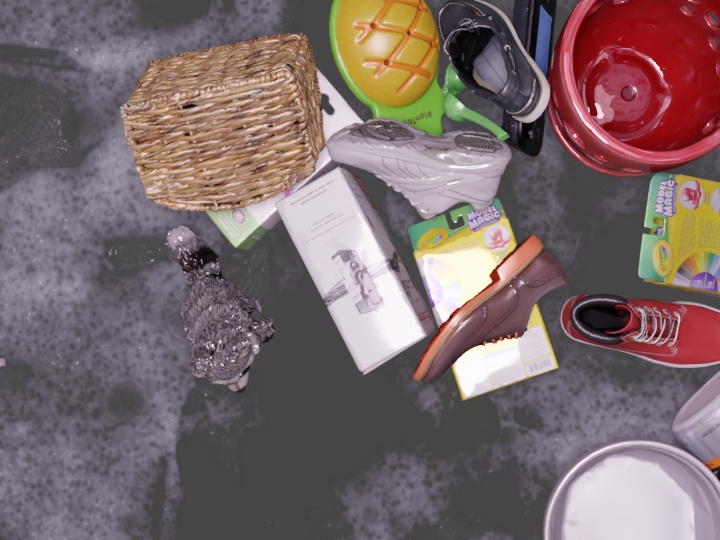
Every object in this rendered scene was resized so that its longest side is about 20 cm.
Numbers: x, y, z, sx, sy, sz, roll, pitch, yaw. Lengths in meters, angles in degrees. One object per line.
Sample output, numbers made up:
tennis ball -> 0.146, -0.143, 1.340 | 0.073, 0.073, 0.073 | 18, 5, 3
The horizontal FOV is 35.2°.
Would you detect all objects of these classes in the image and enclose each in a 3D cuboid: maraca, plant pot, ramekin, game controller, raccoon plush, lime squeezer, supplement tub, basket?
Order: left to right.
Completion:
raccoon plush -> -0.179, 0.045, 1.253 | 0.097, 0.134, 0.200 | -42, 85, 4
basket -> -0.139, -0.157, 1.227 | 0.197, 0.150, 0.144 | -10, 117, 8
maraca -> 0.035, -0.233, 1.258 | 0.136, 0.107, 0.202 | -27, 102, -24
lime squeezer -> 0.119, -0.209, 1.250 | 0.037, 0.070, 0.202 | 23, 47, -29
game controller -> 0.190, -0.229, 1.242 | 0.042, 0.104, 0.203 | 6, 89, 30
ramekin -> 0.293, 0.276, 1.212 | 0.197, 0.105, 0.203 | 0, 88, 6
plant pot -> 0.290, -0.199, 1.184 | 0.197, 0.183, 0.204 | 0, 89, -1
supplement tub -> 0.436, 0.201, 1.191 | 0.122, 0.123, 0.200 | -43, 84, 3

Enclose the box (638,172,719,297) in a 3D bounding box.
box -> 0.381, -0.032, 1.208 | 0.197, 0.048, 0.119 | 9, 88, -20

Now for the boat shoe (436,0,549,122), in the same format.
boat shoe -> 0.123, -0.232, 1.194 | 0.075, 0.066, 0.201 | -50, 47, 30

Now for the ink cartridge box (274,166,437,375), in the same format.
ink cartridge box -> 0.000, 0.000, 1.230 | 0.083, 0.144, 0.202 | -27, 86, 8

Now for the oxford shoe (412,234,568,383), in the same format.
oxford shoe -> 0.138, 0.056, 1.207 | 0.073, 0.071, 0.200 | 44, 92, 1

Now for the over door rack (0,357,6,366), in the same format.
over door rack -> -0.523, 0.059, 1.323 | 0.197, 0.067, 0.150 | -10, 86, 5

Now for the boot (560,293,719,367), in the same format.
boot -> 0.315, 0.063, 1.198 | 0.197, 0.144, 0.074 | 7, 87, 5

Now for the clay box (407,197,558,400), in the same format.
clay box -> 0.135, 0.030, 1.266 | 0.113, 0.048, 0.203 | -18, 85, 5

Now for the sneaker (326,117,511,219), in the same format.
sneaker -> 0.058, -0.102, 1.218 | 0.197, 0.078, 0.101 | 10, 120, 2

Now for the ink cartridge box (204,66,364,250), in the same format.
ink cartridge box -> -0.098, -0.133, 1.285 | 0.200, 0.067, 0.117 | -41, 83, 4
